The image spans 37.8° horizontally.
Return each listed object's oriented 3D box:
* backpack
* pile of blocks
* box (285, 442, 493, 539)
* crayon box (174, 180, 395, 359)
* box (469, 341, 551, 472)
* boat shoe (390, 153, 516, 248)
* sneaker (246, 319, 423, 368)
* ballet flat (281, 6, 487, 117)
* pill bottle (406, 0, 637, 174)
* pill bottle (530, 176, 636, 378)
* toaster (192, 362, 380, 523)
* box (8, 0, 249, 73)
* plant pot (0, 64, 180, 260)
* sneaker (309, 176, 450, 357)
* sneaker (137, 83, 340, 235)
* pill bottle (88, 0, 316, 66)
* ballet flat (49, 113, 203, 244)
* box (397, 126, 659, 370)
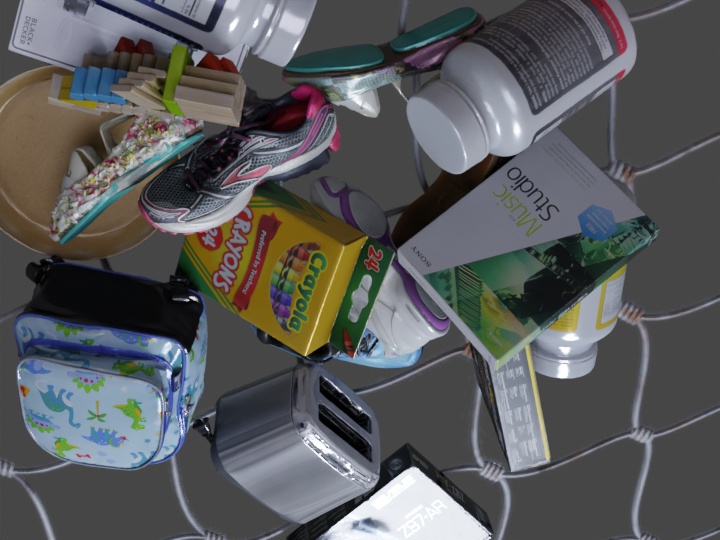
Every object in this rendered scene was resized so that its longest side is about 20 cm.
[{"bbox_3d":[-0.250,0.112,1.049,0.182,0.147,0.201,9,133,3],"label":"backpack"},{"bbox_3d":[-0.180,-0.164,0.862,0.199,0.082,0.062,7,83,24],"label":"pile of blocks"},{"bbox_3d":[0.035,0.321,1.273,0.200,0.044,0.160,-39,117,13],"label":"box"},{"bbox_3d":[-0.077,-0.008,1.016,0.199,0.051,0.127,29,115,19],"label":"crayon box"},{"bbox_3d":[0.143,0.080,1.095,0.049,0.160,0.201,-15,118,-1],"label":"box"},{"bbox_3d":[0.100,-0.067,1.064,0.070,0.070,0.200,-5,136,-52],"label":"boat shoe"},{"bbox_3d":[-0.028,0.075,1.107,0.199,0.090,0.079,13,115,-15],"label":"sneaker"},{"bbox_3d":[0.028,-0.187,0.993,0.199,0.069,0.071,-18,122,-3],"label":"ballet flat"},{"bbox_3d":[0.143,-0.173,0.950,0.200,0.111,0.111,-36,120,-17],"label":"pill bottle"},{"bbox_3d":[0.217,0.006,1.094,0.111,0.112,0.201,-1,118,-8],"label":"pill bottle"},{"bbox_3d":[-0.067,0.179,1.122,0.129,0.114,0.200,-27,129,24],"label":"toaster"},{"bbox_3d":[-0.198,-0.224,0.941,0.199,0.060,0.117,16,114,-15],"label":"box"},{"bbox_3d":[-0.273,-0.104,1.013,0.199,0.028,0.201,-4,119,-6],"label":"plant pot"},{"bbox_3d":[0.000,0.000,1.052,0.100,0.075,0.200,-39,83,35],"label":"sneaker"},{"bbox_3d":[-0.115,-0.107,0.960,0.199,0.081,0.075,-32,155,-8],"label":"sneaker"},{"bbox_3d":[-0.137,-0.242,0.848,0.199,0.111,0.111,22,113,-17],"label":"pill bottle"},{"bbox_3d":[-0.225,-0.100,0.965,0.200,0.076,0.064,-34,96,23],"label":"ballet flat"},{"bbox_3d":[0.154,-0.024,0.978,0.200,0.144,0.036,-39,160,-8],"label":"box"}]
